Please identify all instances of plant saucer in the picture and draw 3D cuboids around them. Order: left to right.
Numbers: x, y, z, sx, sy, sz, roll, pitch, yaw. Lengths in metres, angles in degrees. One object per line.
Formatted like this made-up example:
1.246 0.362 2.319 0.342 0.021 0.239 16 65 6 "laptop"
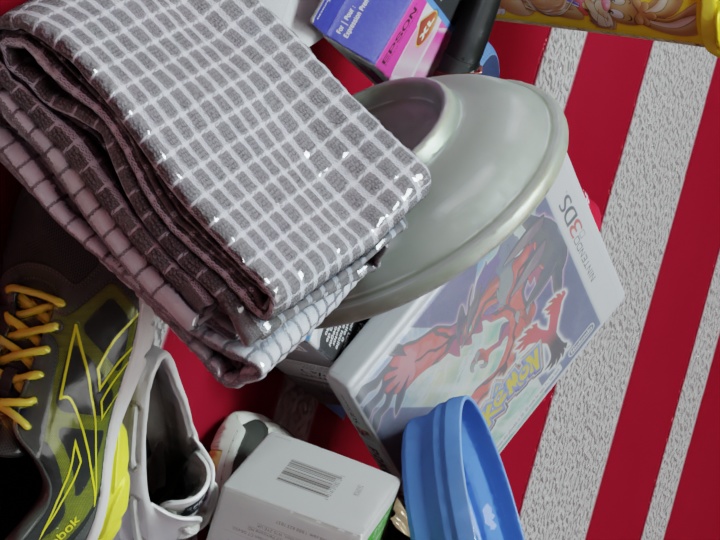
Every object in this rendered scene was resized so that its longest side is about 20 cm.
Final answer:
0.010 -0.051 1.477 0.050 0.200 0.200 58 43 -27 "plant saucer"

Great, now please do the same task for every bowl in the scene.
0.066 0.173 1.590 0.201 0.039 0.201 -15 90 -81 "bowl"

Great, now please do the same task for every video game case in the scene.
0.073 0.037 1.664 0.200 0.023 0.182 -50 145 -15 "video game case"

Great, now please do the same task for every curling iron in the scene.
0.059 -0.106 1.579 0.025 0.050 0.201 10 106 -34 "curling iron"

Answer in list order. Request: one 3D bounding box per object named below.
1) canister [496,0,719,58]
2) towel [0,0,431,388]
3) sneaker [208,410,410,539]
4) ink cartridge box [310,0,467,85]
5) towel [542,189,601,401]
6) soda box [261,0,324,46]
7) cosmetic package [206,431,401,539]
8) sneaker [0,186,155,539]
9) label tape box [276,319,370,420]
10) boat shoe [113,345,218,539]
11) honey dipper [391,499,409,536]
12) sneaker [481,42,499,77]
0.168 -0.218 1.784 0.086 0.199 0.149 12 87 -66 "canister"
-0.074 -0.058 1.323 0.086 0.200 0.166 -46 176 31 "towel"
-0.023 0.138 1.633 0.200 0.087 0.076 43 61 -60 "sneaker"
0.028 -0.150 1.535 0.095 0.037 0.200 -60 165 0 "ink cartridge box"
0.089 -0.012 1.719 0.200 0.022 0.145 41 65 -56 "towel"
-0.040 -0.163 1.508 0.200 0.068 0.064 -39 134 -57 "soda box"
-0.054 0.202 1.522 0.108 0.085 0.201 -48 156 -71 "cosmetic package"
-0.148 0.052 1.339 0.085 0.074 0.201 -22 117 -58 "sneaker"
0.000 0.000 1.661 0.200 0.063 0.145 42 61 -62 "label tape box"
-0.108 0.114 1.461 0.200 0.065 0.074 74 34 -44 "boat shoe"
0.037 0.132 1.835 0.200 0.038 0.038 -56 147 -50 "honey dipper"
0.076 -0.050 1.790 0.074 0.082 0.201 -16 112 -61 "sneaker"
